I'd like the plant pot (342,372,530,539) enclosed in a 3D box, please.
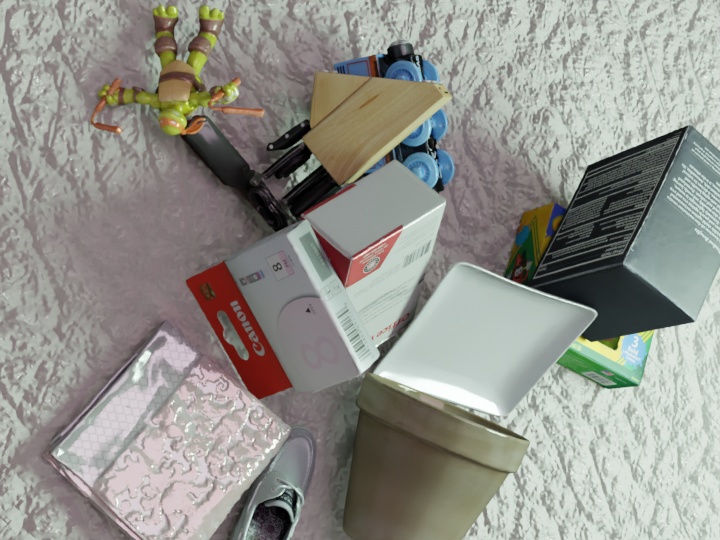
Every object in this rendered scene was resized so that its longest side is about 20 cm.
[{"bbox_3d":[0.064,0.229,1.398,0.199,0.200,0.174,24,89,-22],"label":"plant pot"}]

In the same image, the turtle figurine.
[{"bbox_3d":[-0.188,-0.208,1.367,0.064,0.199,0.162,56,36,-60],"label":"turtle figurine"}]

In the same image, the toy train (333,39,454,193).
[{"bbox_3d":[0.039,-0.165,1.476,0.087,0.114,0.201,-23,104,-64],"label":"toy train"}]

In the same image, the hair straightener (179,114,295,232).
[{"bbox_3d":[-0.126,-0.088,1.398,0.041,0.077,0.200,-38,103,-9],"label":"hair straightener"}]

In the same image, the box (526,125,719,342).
[{"bbox_3d":[0.325,-0.036,1.473,0.123,0.200,0.199,38,67,-15],"label":"box"}]

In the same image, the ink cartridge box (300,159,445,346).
[{"bbox_3d":[0.000,0.000,1.371,0.147,0.200,0.083,-32,61,-33],"label":"ink cartridge box"}]

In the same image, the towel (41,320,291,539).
[{"bbox_3d":[-0.199,0.182,1.326,0.191,0.032,0.200,43,66,-6],"label":"towel"}]

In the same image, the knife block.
[{"bbox_3d":[-0.007,-0.132,1.407,0.199,0.064,0.176,7,100,12],"label":"knife block"}]

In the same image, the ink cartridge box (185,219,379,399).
[{"bbox_3d":[-0.095,0.056,1.316,0.163,0.200,0.057,61,35,-6],"label":"ink cartridge box"}]

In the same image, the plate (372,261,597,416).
[{"bbox_3d":[0.141,0.078,1.469,0.199,0.200,0.032,18,36,-24],"label":"plate"}]

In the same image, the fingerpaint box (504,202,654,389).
[{"bbox_3d":[0.281,0.034,1.592,0.199,0.073,0.167,28,70,-21],"label":"fingerpaint box"}]

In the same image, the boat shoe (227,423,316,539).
[{"bbox_3d":[-0.090,0.259,1.360,0.070,0.071,0.201,32,67,-19],"label":"boat shoe"}]
